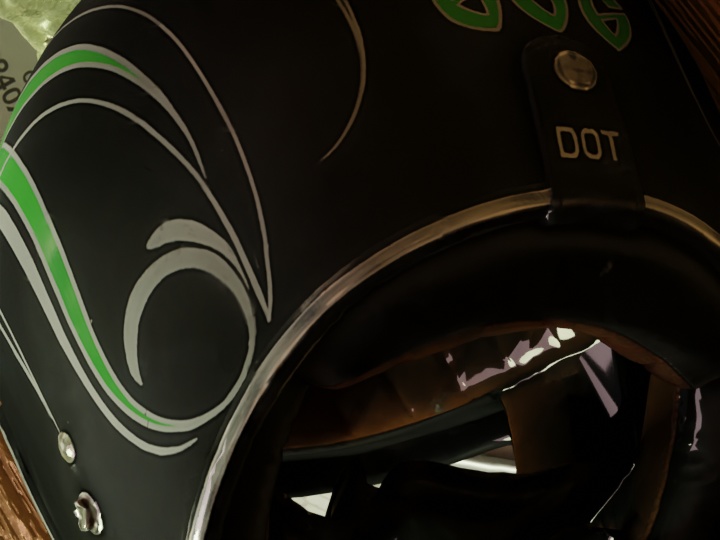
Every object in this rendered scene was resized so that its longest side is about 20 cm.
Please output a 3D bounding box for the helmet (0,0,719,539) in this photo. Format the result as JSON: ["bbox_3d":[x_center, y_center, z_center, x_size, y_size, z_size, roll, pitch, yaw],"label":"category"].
[{"bbox_3d":[-0.002,0.000,0.718,0.200,0.200,0.191,63,176,-39],"label":"helmet"}]

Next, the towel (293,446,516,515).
[{"bbox_3d":[0.072,0.117,0.928,0.200,0.032,0.191,4,139,31],"label":"towel"}]

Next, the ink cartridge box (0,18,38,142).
[{"bbox_3d":[-0.175,-0.115,0.882,0.200,0.083,0.145,35,153,55],"label":"ink cartridge box"}]

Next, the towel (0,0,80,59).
[{"bbox_3d":[-0.053,-0.122,0.752,0.200,0.148,0.037,52,-152,-39],"label":"towel"}]
